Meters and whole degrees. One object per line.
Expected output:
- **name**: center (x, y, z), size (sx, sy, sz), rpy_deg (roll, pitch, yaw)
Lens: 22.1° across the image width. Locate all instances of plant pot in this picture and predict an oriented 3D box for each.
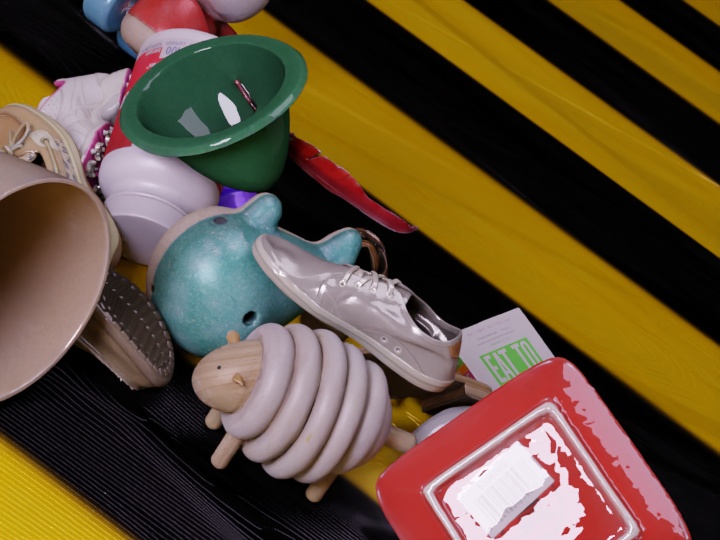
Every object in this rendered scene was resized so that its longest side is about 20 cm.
- **plant pot**: center (-0.323, -0.028, 1.393), size (0.200, 0.188, 0.187), rpy_deg (32, 23, 29)

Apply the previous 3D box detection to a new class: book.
- **book**: center (0.163, 0.139, 1.753), size (0.200, 0.048, 0.133), rpy_deg (54, 32, 14)

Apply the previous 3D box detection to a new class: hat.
- **hat**: center (-0.095, -0.086, 1.612), size (0.165, 0.177, 0.200), rpy_deg (-39, 41, -22)

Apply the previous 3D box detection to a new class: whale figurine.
- **whale figurine**: center (-0.082, 0.013, 1.583), size (0.199, 0.160, 0.104), rpy_deg (-4, 29, -29)

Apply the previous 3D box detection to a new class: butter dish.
- **butter dish**: center (0.147, 0.206, 1.526), size (0.200, 0.200, 0.148), rpy_deg (56, 3, 16)

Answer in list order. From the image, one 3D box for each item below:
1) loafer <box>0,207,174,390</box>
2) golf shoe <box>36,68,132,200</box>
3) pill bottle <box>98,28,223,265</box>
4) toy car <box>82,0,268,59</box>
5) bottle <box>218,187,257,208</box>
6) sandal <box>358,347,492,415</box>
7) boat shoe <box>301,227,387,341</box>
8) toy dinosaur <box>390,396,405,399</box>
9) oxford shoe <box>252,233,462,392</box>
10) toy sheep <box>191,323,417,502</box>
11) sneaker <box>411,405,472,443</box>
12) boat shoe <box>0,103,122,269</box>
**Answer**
- **loafer**: center (-0.233, 0.026, 1.505), size (0.200, 0.067, 0.076), rpy_deg (48, 24, -7)
- **golf shoe**: center (-0.266, -0.122, 1.726), size (0.091, 0.076, 0.200), rpy_deg (4, 33, 5)
- **pill bottle**: center (-0.172, -0.110, 1.673), size (0.112, 0.112, 0.201), rpy_deg (24, 59, -18)
- **toy car**: center (-0.144, -0.277, 1.908), size (0.184, 0.200, 0.177), rpy_deg (38, -1, 20)
- **bottle**: center (-0.142, -0.081, 1.759), size (0.065, 0.084, 0.200), rpy_deg (23, 26, -46)
- **sandal**: center (0.045, 0.074, 1.625), size (0.211, 0.077, 0.070), rpy_deg (27, 52, -49)
- **boat shoe**: center (0.000, 0.000, 1.797), size (0.072, 0.068, 0.200), rpy_deg (29, 26, -5)
- **toy dinosaur**: center (0.049, 0.091, 1.731), size (0.088, 0.048, 0.200), rpy_deg (17, 34, -42)
- **oxford shoe**: center (0.002, 0.023, 1.512), size (0.199, 0.058, 0.075), rpy_deg (34, 23, 2)
- **toy sheep**: center (-0.044, 0.111, 1.492), size (0.199, 0.138, 0.138), rpy_deg (20, 30, -25)
- **sneaker**: center (0.140, 0.155, 1.622), size (0.199, 0.075, 0.100), rpy_deg (2, -8, -17)
- **boat shoe**: center (-0.279, -0.074, 1.607), size (0.063, 0.073, 0.200), rpy_deg (2, 41, -50)
